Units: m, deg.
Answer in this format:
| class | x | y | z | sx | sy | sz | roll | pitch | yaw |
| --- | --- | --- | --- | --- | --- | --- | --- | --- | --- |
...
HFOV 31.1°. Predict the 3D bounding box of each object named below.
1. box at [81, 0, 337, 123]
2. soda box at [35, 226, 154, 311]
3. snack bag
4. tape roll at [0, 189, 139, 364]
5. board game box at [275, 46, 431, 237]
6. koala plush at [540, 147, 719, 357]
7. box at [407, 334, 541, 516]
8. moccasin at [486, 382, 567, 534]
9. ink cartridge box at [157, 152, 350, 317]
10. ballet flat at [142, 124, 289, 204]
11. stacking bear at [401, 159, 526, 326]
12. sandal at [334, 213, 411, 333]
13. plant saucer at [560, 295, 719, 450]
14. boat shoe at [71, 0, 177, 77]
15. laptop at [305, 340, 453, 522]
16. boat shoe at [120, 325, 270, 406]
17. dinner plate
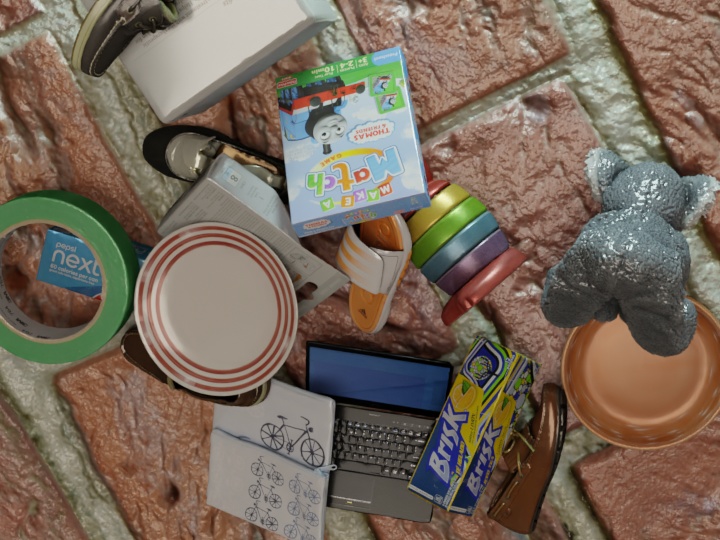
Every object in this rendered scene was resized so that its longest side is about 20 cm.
| class | x | y | z | sx | sy | sz | roll | pitch | yaw |
| --- | --- | --- | --- | --- | --- | --- | --- | --- | --- |
| box | -0.158 | -0.287 | 1.398 | 0.199 | 0.200 | 0.171 | -32 | 95 | 12 |
| soda box | -0.279 | 0.004 | 1.551 | 0.200 | 0.064 | 0.068 | 18 | 105 | 2 |
| snack bag | -0.110 | 0.219 | 1.560 | 0.188 | 0.021 | 0.200 | 17 | 109 | 32 |
| tape roll | -0.360 | 0.008 | 1.504 | 0.200 | 0.048 | 0.201 | 2 | 104 | 7 |
| board game box | -0.011 | -0.145 | 1.439 | 0.151 | 0.037 | 0.200 | -13 | 61 | 9 |
| koala plush | 0.308 | -0.040 | 1.430 | 0.177 | 0.184 | 0.200 | 17 | 65 | 15 |
| box | 0.133 | 0.183 | 1.512 | 0.064 | 0.070 | 0.200 | 23 | 88 | 35 |
| moccasin | 0.197 | 0.221 | 1.546 | 0.078 | 0.074 | 0.201 | 18 | 123 | 8 |
| ink cartridge box | -0.119 | -0.033 | 1.494 | 0.200 | 0.047 | 0.160 | 35 | 145 | -13 |
| ballet flat | -0.162 | -0.127 | 1.504 | 0.200 | 0.068 | 0.068 | 14 | 95 | 2 |
| stacking bear | 0.085 | -0.053 | 1.478 | 0.114 | 0.121 | 0.200 | -40 | 86 | -16 |
| sandal | 0.005 | 0.005 | 1.475 | 0.079 | 0.059 | 0.207 | 41 | 141 | 30 |
| plant saucer | 0.336 | 0.113 | 1.525 | 0.200 | 0.037 | 0.200 | 1 | 103 | 5 |
| boat shoe | -0.208 | -0.266 | 1.270 | 0.066 | 0.072 | 0.201 | 38 | 101 | 4 |
| laptop | 0.011 | 0.195 | 1.542 | 0.177 | 0.103 | 0.200 | 9 | 87 | 5 |
| boat shoe | -0.209 | 0.111 | 1.538 | 0.202 | 0.075 | 0.075 | 14 | 104 | 22 |
| dinner plate | -0.163 | 0.043 | 1.473 | 0.200 | 0.024 | 0.200 | 3 | 100 | 15 |
